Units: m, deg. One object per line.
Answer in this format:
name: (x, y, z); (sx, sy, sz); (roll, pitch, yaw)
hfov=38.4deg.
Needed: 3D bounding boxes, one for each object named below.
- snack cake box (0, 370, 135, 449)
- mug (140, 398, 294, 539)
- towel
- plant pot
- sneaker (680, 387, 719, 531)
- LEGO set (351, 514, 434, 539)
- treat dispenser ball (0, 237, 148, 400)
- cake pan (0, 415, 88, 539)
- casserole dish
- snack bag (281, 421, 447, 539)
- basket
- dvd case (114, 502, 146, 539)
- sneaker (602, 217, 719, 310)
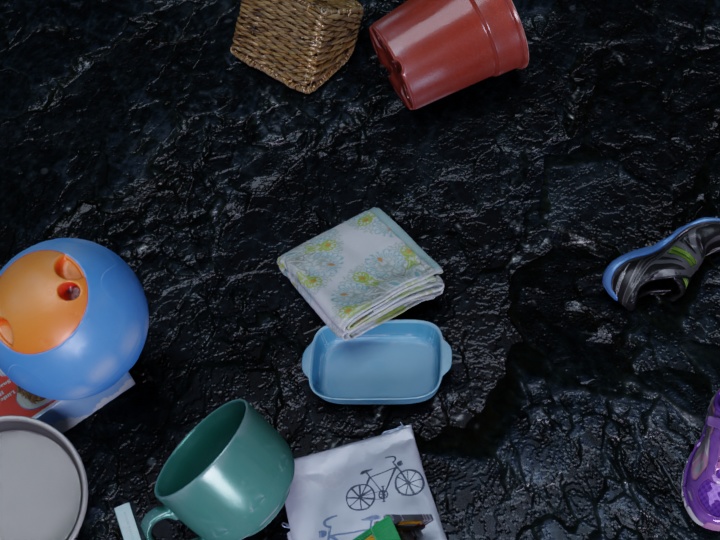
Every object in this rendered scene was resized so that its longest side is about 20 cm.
snack cake box: (-0.422, 0.158, 1.399); (0.199, 0.067, 0.115); (-35, 58, -15)
mug: (-0.164, 0.258, 1.242); (0.185, 0.114, 0.152); (-38, 18, 18)
towel: (0.000, 0.000, 1.432); (0.170, 0.048, 0.200); (-25, 43, -19)
plant pot: (0.130, -0.361, 1.620); (0.194, 0.201, 0.201); (-29, 54, -3)
sneaker: (0.430, 0.203, 1.209); (0.080, 0.089, 0.201); (16, 59, 18)
LEGO set: (0.049, 0.365, 1.150); (0.154, 0.116, 0.200); (-47, 58, 16)
treat dispenser ball: (-0.366, 0.061, 1.294); (0.199, 0.202, 0.202); (-5, 53, 6)
cake pan: (-0.437, 0.283, 1.286); (0.198, 0.037, 0.202); (1, 75, -5)
casserole dish: (0.023, 0.125, 1.366); (0.198, 0.039, 0.122); (-2, 54, 9)
snack bag: (-0.002, 0.296, 1.256); (0.187, 0.021, 0.201); (-16, 54, -3)
basket: (-0.104, -0.410, 1.766); (0.199, 0.150, 0.142); (30, 31, 27)
dvd case: (-0.222, 0.363, 1.132); (0.022, 0.201, 0.146); (-20, 52, -13)
sneaker: (0.423, -0.005, 1.380); (0.198, 0.071, 0.083); (-26, 59, -3)
